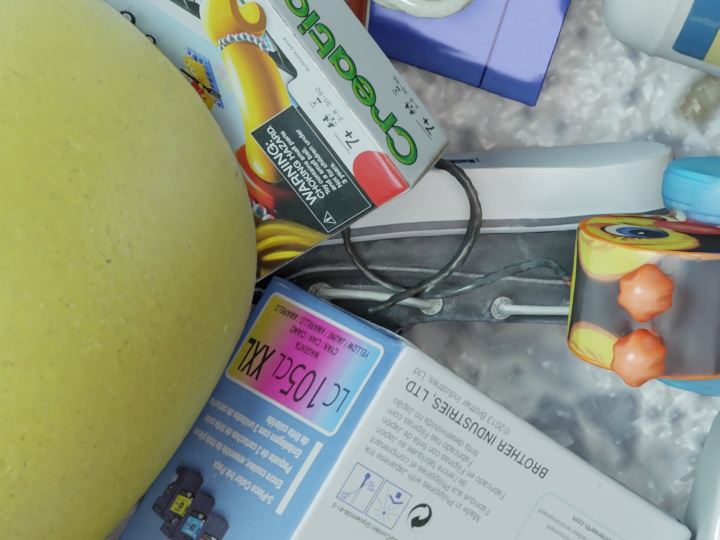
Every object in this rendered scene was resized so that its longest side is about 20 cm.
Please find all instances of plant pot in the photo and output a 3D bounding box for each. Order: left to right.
[{"bbox_3d":[-0.137,0.030,0.654,0.200,0.142,0.200,6,133,6],"label":"plant pot"}]

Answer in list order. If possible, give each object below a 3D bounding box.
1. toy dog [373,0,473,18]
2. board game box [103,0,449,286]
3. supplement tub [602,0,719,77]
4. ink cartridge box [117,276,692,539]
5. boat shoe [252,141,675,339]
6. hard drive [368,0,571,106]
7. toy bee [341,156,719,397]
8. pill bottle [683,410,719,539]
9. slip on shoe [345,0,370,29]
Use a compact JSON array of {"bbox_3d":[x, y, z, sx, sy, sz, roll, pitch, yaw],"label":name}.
[{"bbox_3d":[-0.012,-0.173,0.688,0.200,0.096,0.132,33,133,8],"label":"toy dog"},{"bbox_3d":[-0.083,-0.080,0.701,0.126,0.035,0.200,-31,102,36],"label":"board game box"},{"bbox_3d":[0.183,-0.106,0.731,0.200,0.145,0.145,18,95,1],"label":"supplement tub"},{"bbox_3d":[-0.013,0.124,0.741,0.136,0.076,0.200,34,83,-36],"label":"ink cartridge box"},{"bbox_3d":[0.000,0.000,0.788,0.200,0.072,0.068,-4,99,0],"label":"boat shoe"},{"bbox_3d":[-0.019,-0.146,0.797,0.200,0.025,0.132,19,95,1],"label":"hard drive"},{"bbox_3d":[0.099,0.014,0.694,0.200,0.109,0.131,-16,101,7],"label":"toy bee"},{"bbox_3d":[0.198,0.100,0.763,0.200,0.109,0.109,13,95,2],"label":"pill bottle"},{"bbox_3d":[-0.025,-0.131,0.754,0.074,0.061,0.200,2,90,5],"label":"slip on shoe"}]
